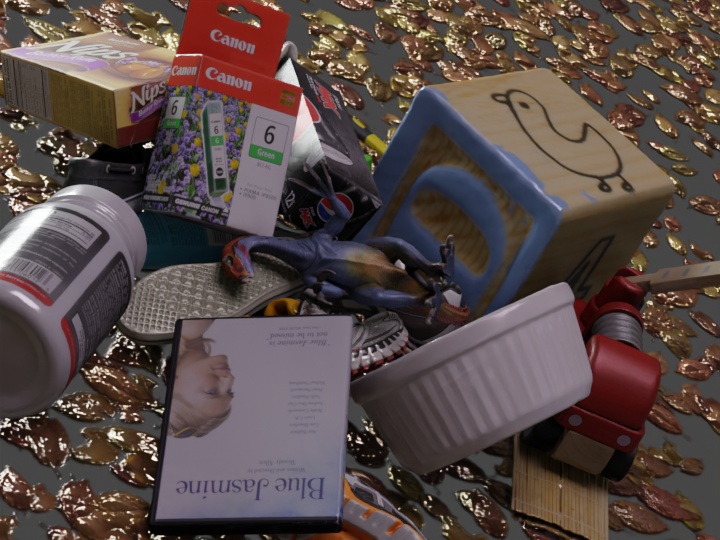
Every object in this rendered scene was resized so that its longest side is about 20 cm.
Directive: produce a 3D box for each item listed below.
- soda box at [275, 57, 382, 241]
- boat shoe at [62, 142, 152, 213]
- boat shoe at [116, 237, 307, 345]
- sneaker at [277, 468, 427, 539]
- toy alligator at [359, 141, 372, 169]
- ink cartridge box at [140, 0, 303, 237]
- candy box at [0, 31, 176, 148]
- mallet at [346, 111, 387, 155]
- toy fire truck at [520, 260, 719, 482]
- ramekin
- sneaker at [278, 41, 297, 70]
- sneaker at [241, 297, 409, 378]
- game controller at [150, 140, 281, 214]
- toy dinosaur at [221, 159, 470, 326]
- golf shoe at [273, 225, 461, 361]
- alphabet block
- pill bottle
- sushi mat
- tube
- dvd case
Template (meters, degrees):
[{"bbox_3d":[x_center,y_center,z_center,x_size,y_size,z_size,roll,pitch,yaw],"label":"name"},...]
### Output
[{"bbox_3d":[-0.043,-0.106,1.740,0.071,0.063,0.200,33,21,-31],"label":"soda box"},{"bbox_3d":[-0.204,-0.085,1.681,0.068,0.057,0.200,9,15,10],"label":"boat shoe"},{"bbox_3d":[-0.121,0.028,1.629,0.200,0.062,0.075,-21,60,-40],"label":"boat shoe"},{"bbox_3d":[-0.017,0.189,1.485,0.200,0.078,0.077,41,4,27],"label":"sneaker"},{"bbox_3d":[-0.034,-0.080,1.846,0.054,0.060,0.200,3,19,13],"label":"toy alligator"},{"bbox_3d":[-0.109,-0.135,1.650,0.109,0.201,0.050,15,-5,-36],"label":"ink cartridge box"},{"bbox_3d":[-0.220,-0.163,1.725,0.116,0.057,0.200,-17,26,-34],"label":"candy box"},{"bbox_3d":[0.021,-0.132,1.999,0.066,0.041,0.200,-10,45,-45],"label":"mallet"},{"bbox_3d":[0.242,0.065,1.711,0.128,0.200,0.176,23,31,-8],"label":"toy fire truck"},{"bbox_3d":[0.098,0.093,1.594,0.202,0.202,0.094,-21,84,-52],"label":"ramekin"},{"bbox_3d":[-0.083,-0.144,1.875,0.075,0.089,0.200,18,40,-22],"label":"sneaker"},{"bbox_3d":[-0.034,0.056,1.615,0.200,0.078,0.082,-13,81,-50],"label":"sneaker"},{"bbox_3d":[-0.132,-0.104,1.783,0.200,0.042,0.104,36,10,32],"label":"game controller"},{"bbox_3d":[-0.019,0.009,1.622,0.181,0.200,0.105,3,55,19],"label":"toy dinosaur"},{"bbox_3d":[0.000,0.000,1.729,0.200,0.095,0.078,31,24,1],"label":"golf shoe"},{"bbox_3d":[0.137,-0.053,1.826,0.195,0.197,0.200,46,35,22],"label":"alphabet block"},{"bbox_3d":[-0.241,0.018,1.491,0.116,0.116,0.200,30,31,1],"label":"pill bottle"},{"bbox_3d":[0.177,0.168,1.715,0.095,0.012,0.200,23,31,-8],"label":"sushi mat"},{"bbox_3d":[-0.183,-0.026,1.672,0.199,0.051,0.077,3,30,-30],"label":"tube"},{"bbox_3d":[-0.080,0.114,1.476,0.142,0.018,0.200,-1,48,5],"label":"dvd case"}]
